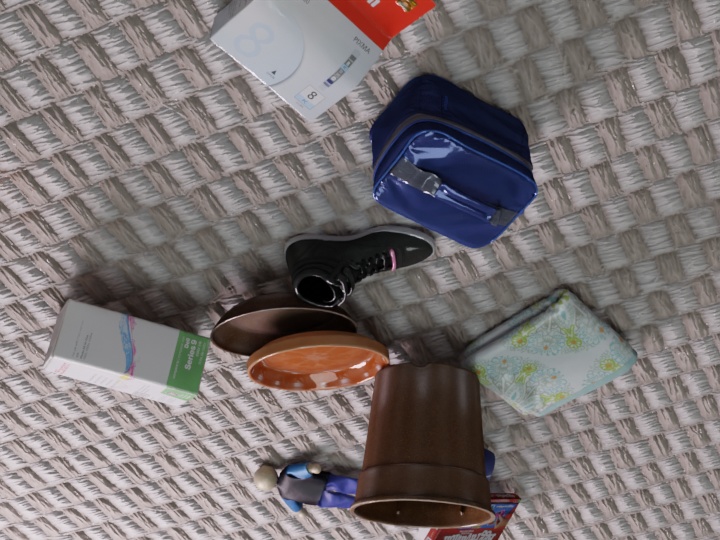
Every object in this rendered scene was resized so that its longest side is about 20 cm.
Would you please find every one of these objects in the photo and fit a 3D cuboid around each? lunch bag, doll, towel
[{"bbox_3d":[0.113,-0.116,1.437,0.199,0.133,0.136,23,130,-21],"label":"lunch bag"},{"bbox_3d":[-0.074,0.350,1.955,0.199,0.049,0.137,12,132,-12],"label":"doll"},{"bbox_3d":[0.266,0.124,1.734,0.200,0.048,0.171,-35,126,29],"label":"towel"}]

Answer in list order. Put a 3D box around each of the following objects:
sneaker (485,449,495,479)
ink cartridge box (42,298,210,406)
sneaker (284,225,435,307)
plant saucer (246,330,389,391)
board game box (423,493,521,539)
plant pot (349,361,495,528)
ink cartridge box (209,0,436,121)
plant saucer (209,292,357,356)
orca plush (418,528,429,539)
[{"bbox_3d":[0.125,0.260,1.844,0.199,0.081,0.115,20,133,-17],"label":"sneaker"},{"bbox_3d":[-0.319,0.113,1.654,0.199,0.088,0.145,15,164,-15],"label":"ink cartridge box"},{"bbox_3d":[0.000,0.000,1.575,0.199,0.099,0.071,-4,133,2],"label":"sneaker"},{"bbox_3d":[-0.059,0.124,1.703,0.199,0.032,0.200,-4,157,-2],"label":"plant saucer"},{"bbox_3d":[0.176,0.398,1.929,0.200,0.019,0.103,14,109,-53],"label":"board game box"},{"bbox_3d":[0.091,0.242,1.699,0.199,0.199,0.200,4,158,1],"label":"plant pot"},{"bbox_3d":[-0.041,-0.272,1.342,0.200,0.047,0.160,-32,126,30],"label":"ink cartridge box"},{"bbox_3d":[-0.104,0.071,1.652,0.199,0.037,0.201,-5,158,-2],"label":"plant saucer"},{"bbox_3d":[0.149,0.372,1.985,0.105,0.071,0.201,33,137,32],"label":"orca plush"}]
